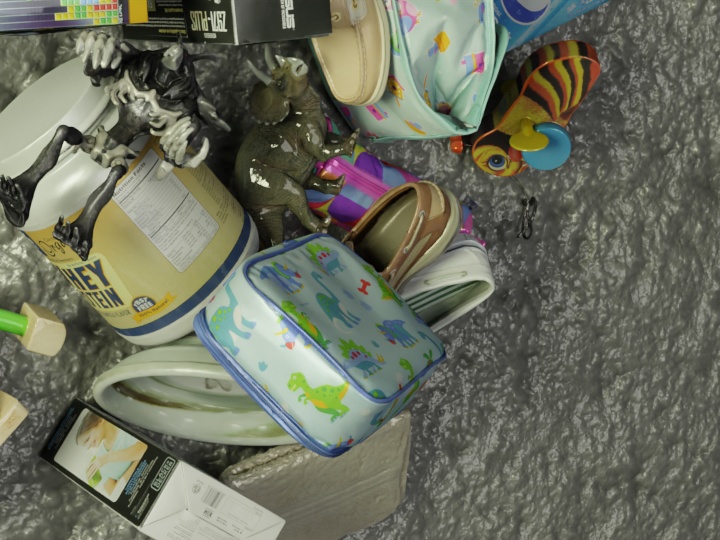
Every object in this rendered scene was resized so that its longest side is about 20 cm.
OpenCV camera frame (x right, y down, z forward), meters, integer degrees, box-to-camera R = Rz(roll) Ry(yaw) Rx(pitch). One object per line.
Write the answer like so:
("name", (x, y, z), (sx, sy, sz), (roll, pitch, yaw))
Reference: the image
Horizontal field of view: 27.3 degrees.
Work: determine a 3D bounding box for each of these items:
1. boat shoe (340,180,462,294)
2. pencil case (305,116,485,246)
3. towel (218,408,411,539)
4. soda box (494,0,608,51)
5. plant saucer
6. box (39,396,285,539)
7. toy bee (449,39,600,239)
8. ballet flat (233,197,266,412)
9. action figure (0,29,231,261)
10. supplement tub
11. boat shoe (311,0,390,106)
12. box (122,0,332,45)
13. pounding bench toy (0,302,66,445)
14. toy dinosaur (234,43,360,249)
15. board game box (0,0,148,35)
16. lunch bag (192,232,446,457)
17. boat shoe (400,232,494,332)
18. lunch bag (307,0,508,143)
("boat shoe", (0.000, 0.000, 1.261), (0.200, 0.076, 0.072), (-52, 147, 8))
("pencil case", (0.017, -0.063, 1.329), (0.200, 0.088, 0.089), (27, 83, -32))
("towel", (-0.042, 0.197, 1.336), (0.200, 0.034, 0.133), (-18, 131, -29))
("soda box", (0.139, -0.249, 1.388), (0.200, 0.068, 0.064), (-30, 113, -26))
("plant saucer", (-0.116, 0.094, 1.214), (0.200, 0.200, 0.050), (22, 64, -34))
("box", (-0.162, 0.174, 1.182), (0.117, 0.200, 0.060), (37, 79, -34))
("toy bee", (0.144, -0.127, 1.390), (0.108, 0.131, 0.201), (13, 102, -10))
("ballet flat", (-0.102, 0.033, 1.280), (0.063, 0.069, 0.201), (-13, 105, -17))
("action figure", (-0.160, -0.104, 1.030), (0.119, 0.102, 0.200), (38, 64, -8))
("supplement tub", (-0.189, -0.054, 1.158), (0.144, 0.144, 0.200), (-49, 120, -17))
("boat shoe", (-0.031, -0.224, 1.166), (0.069, 0.074, 0.201), (-22, 103, -46))
("box", (-0.113, -0.260, 1.139), (0.086, 0.200, 0.164), (-12, 104, -31))
("pounding bench toy", (-0.335, 0.063, 1.092), (0.200, 0.124, 0.156), (-50, 120, -17))
("toy dinosaur", (-0.061, -0.090, 1.222), (0.102, 0.077, 0.201), (19, 115, -1))
("board game box", (-0.267, -0.193, 1.048), (0.165, 0.200, 0.057), (-11, 102, -31))
("lunch bag", (-0.028, 0.051, 1.132), (0.161, 0.200, 0.082), (44, 111, 7))
("boat shoe", (0.027, 0.038, 1.313), (0.200, 0.067, 0.074), (-34, 127, 10))
("lunch bag", (0.033, -0.207, 1.261), (0.122, 0.170, 0.201), (-20, 104, -29))
